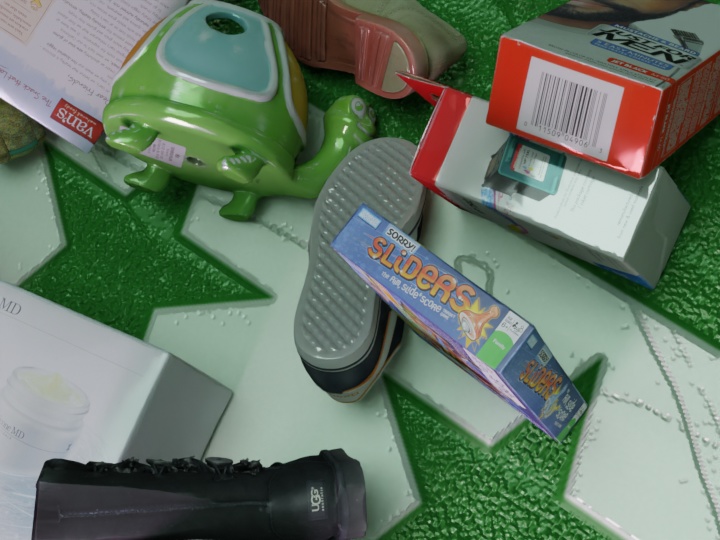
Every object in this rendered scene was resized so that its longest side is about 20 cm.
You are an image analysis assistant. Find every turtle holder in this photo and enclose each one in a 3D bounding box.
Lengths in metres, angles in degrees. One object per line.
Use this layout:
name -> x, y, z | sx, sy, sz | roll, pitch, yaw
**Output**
turtle holder -> -0.091, -0.120, 1.054 | 0.184, 0.141, 0.133 | 10, 74, 22

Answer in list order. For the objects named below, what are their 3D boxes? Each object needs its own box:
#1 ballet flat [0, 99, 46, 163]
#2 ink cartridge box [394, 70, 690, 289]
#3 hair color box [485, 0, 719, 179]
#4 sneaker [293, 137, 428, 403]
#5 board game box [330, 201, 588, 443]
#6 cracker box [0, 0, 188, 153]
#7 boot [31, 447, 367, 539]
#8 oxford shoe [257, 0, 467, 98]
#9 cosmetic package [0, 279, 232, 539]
ballet flat -> -0.304, -0.178, 1.190 | 0.070, 0.071, 0.201 | -25, 66, 9
ink cartridge box -> 0.113, -0.062, 0.978 | 0.199, 0.116, 0.068 | 24, 90, 24
hair color box -> 0.176, -0.133, 0.944 | 0.110, 0.200, 0.065 | 22, 119, 23
sneaker -> 0.000, 0.000, 1.025 | 0.078, 0.080, 0.201 | 9, 55, 16
board game box -> 0.068, 0.039, 0.916 | 0.135, 0.200, 0.035 | 37, 86, 24
cracker box -> -0.210, -0.210, 1.100 | 0.133, 0.058, 0.201 | 33, 103, -15
boot -> -0.105, 0.150, 0.921 | 0.198, 0.165, 0.066 | -4, 76, -8
oxford shoe -> -0.004, -0.191, 1.101 | 0.073, 0.071, 0.200 | -24, 48, -35
cosmetic package -> -0.232, 0.127, 1.029 | 0.198, 0.123, 0.202 | 20, 78, 23
